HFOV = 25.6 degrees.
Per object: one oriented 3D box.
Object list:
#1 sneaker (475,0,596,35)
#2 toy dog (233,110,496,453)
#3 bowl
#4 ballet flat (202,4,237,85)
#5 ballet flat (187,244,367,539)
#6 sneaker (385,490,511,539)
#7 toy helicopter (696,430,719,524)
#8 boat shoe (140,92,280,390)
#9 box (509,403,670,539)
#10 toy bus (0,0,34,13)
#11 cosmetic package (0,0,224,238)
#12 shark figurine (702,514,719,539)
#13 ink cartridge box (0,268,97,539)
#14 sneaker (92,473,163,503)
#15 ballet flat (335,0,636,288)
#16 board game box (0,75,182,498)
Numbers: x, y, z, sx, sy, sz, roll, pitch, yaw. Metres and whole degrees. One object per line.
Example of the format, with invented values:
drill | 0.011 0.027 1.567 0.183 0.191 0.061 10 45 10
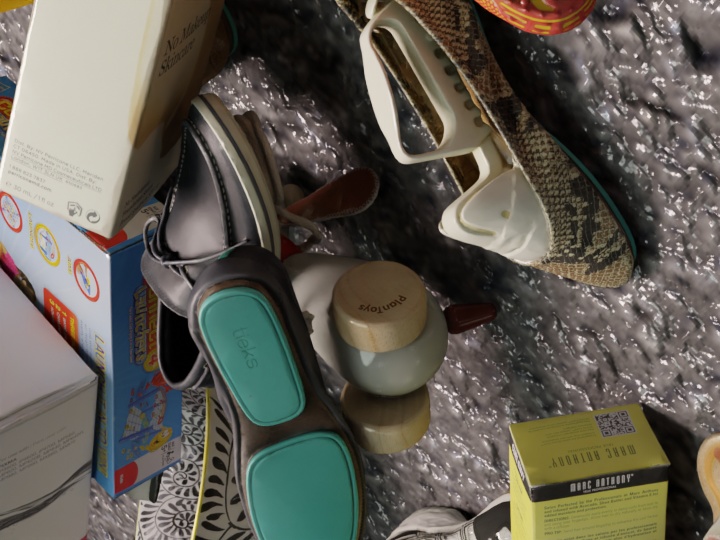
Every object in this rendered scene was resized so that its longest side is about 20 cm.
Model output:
sneaker | 0.030 -0.168 0.689 0.200 0.073 0.077 45 170 23
toy dog | 0.000 0.000 0.877 0.201 0.096 0.132 59 155 23
bowl | -0.088 0.156 1.085 0.201 0.093 0.203 -169 90 -73
ballet flat | -0.146 -0.115 0.957 0.199 0.072 0.068 -13 104 58
ballet flat | -0.040 0.073 0.834 0.073 0.073 0.201 17 133 46
sneaker | 0.064 0.186 0.942 0.076 0.087 0.200 58 147 -2
toy helicopter | 0.195 0.172 0.766 0.132 0.078 0.202 20 123 53
boat shoe | -0.084 -0.006 0.857 0.075 0.062 0.201 53 152 37
box | 0.120 0.167 0.841 0.050 0.074 0.201 -106 8 -55
toy bus | -0.228 -0.230 0.849 0.135 0.191 0.201 30 140 37
cosmetic package | -0.116 -0.131 0.804 0.071 0.105 0.201 23 123 5
shark figurine | 0.137 0.222 0.751 0.089 0.129 0.215 25 126 -25
ink cartridge box | -0.244 0.106 1.021 0.146 0.084 0.201 43 142 28
sneaker | -0.187 0.082 1.129 0.200 0.088 0.077 -113 36 -57
ballet flat | 0.049 -0.062 0.737 0.201 0.075 0.068 57 148 -4
board game box | -0.193 0.010 1.015 0.195 0.056 0.201 37 138 33
